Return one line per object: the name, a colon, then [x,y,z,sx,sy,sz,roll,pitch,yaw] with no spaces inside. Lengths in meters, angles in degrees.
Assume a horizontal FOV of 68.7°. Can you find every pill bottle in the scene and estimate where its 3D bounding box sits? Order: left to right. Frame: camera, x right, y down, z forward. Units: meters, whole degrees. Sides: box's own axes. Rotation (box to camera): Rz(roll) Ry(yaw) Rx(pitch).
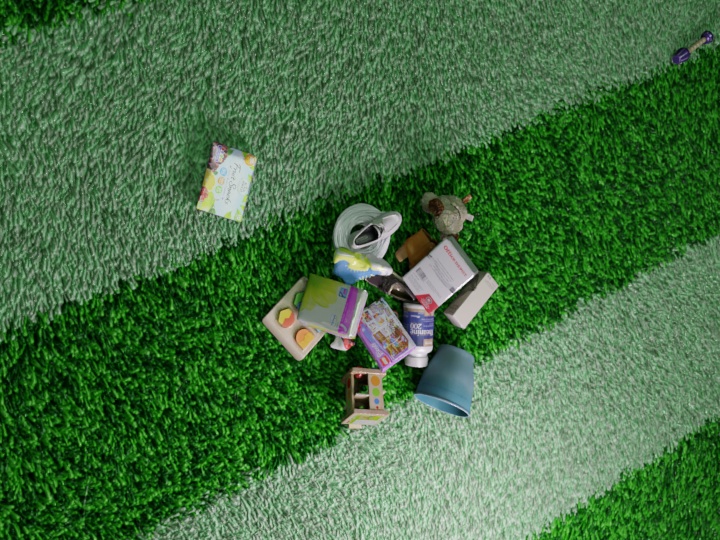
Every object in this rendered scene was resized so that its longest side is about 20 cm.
pill bottle: [0.191,0.212,1.766,0.107,0.111,0.209,2,92,-17]

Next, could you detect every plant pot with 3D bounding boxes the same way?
plant pot: [0.298,0.363,1.772,0.195,0.199,0.194,27,71,-16]

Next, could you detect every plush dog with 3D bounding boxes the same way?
plush dog: [0.291,-0.174,1.727,0.157,0.173,0.203,-27,105,29]

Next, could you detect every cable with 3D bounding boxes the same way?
cable: [0.002,-0.114,1.716,0.194,0.069,0.207,19,88,-17]

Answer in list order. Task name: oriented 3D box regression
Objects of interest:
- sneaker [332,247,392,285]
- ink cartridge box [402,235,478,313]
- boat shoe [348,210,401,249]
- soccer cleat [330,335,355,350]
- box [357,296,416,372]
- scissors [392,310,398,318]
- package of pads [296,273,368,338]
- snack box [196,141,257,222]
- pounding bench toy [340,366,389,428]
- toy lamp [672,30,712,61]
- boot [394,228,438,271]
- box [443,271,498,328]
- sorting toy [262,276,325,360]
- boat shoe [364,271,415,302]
sneaker: [0.000,0.000,1.662,0.193,0.076,0.108,18,111,-7]
ink cartridge box: [0.254,0.012,1.665,0.199,0.083,0.146,-42,81,26]
boat shoe: [0.051,-0.128,1.658,0.194,0.066,0.074,-25,100,-13]
soccer cleat: [-0.058,0.152,1.688,0.082,0.068,0.208,-5,72,20]
box: [0.071,0.205,1.712,0.134,0.039,0.203,-29,68,-16]
scissors: [0.050,0.187,1.771,0.192,0.014,0.076,-10,95,-17]
package of pads: [-0.088,0.114,1.630,0.193,0.068,0.160,16,80,14]
snack box: [-0.402,-0.264,1.590,0.137,0.053,0.208,15,88,-19]
pounding bench toy: [-0.002,0.414,1.717,0.120,0.201,0.161,8,59,-19]
toy lamp: [1.322,-0.888,2.102,0.197,0.058,0.059,-36,102,-16]
boot: [0.219,-0.026,1.751,0.142,0.071,0.203,-34,98,30]
box: [0.386,0.100,1.839,0.068,0.082,0.201,44,79,-14]
sorting toy: [-0.188,0.155,1.684,0.200,0.036,0.186,-45,104,-11]
boat shoe: [0.099,0.046,1.733,0.193,0.066,0.075,19,126,-4]
